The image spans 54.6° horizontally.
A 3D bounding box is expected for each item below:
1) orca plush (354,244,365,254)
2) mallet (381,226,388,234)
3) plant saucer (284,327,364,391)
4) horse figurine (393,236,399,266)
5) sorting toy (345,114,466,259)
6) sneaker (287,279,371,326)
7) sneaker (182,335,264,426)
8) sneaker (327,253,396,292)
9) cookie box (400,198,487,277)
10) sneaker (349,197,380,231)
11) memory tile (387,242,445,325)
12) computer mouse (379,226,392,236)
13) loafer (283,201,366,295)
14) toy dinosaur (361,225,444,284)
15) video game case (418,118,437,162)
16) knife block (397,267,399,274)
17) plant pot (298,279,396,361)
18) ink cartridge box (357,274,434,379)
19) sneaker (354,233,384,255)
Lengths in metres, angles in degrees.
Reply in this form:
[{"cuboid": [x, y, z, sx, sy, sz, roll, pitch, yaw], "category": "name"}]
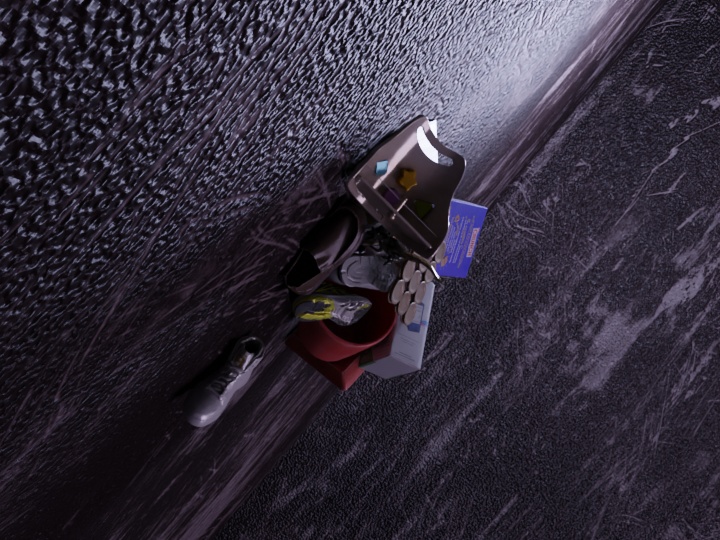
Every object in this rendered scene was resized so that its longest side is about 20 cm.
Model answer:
[{"cuboid": [-0.018, -0.054, 1.336, 0.199, 0.071, 0.106, -39, 166, -46], "category": "orca plush"}, {"cuboid": [0.060, -0.109, 1.493, 0.066, 0.041, 0.201, -50, 163, -14], "category": "mallet"}, {"cuboid": [-0.046, 0.149, 1.630, 0.200, 0.198, 0.037, -43, 152, -25], "category": "plant saucer"}, {"cuboid": [0.094, -0.098, 1.386, 0.201, 0.049, 0.135, 103, 7, -68], "category": "horse figurine"}, {"cuboid": [0.089, -0.157, 1.182, 0.181, 0.200, 0.107, -50, -160, -4], "category": "sorting toy"}, {"cuboid": [-0.057, 0.049, 1.351, 0.198, 0.086, 0.075, 11, 131, -47], "category": "sneaker"}, {"cuboid": [-0.246, 0.189, 1.275, 0.116, 0.073, 0.200, -57, 177, 30], "category": "sneaker"}, {"cuboid": [0.000, 0.000, 1.412, 0.198, 0.079, 0.078, 12, 82, -51], "category": "sneaker"}, {"cuboid": [0.177, -0.078, 1.558, 0.197, 0.075, 0.175, 6, 105, -44], "category": "cookie box"}, {"cuboid": [0.036, -0.120, 1.313, 0.200, 0.075, 0.088, -43, 168, -28], "category": "sneaker"}, {"cuboid": [0.117, 0.000, 1.433, 0.203, 0.017, 0.154, -62, 151, -16], "category": "memory tile"}, {"cuboid": [0.095, -0.129, 1.587, 0.139, 0.053, 0.200, -48, 170, -1], "category": "computer mouse"}, {"cuboid": [-0.063, -0.031, 1.222, 0.201, 0.073, 0.071, -53, 168, 15], "category": "loafer"}, {"cuboid": [0.058, -0.034, 1.222, 0.087, 0.199, 0.048, 15, 104, -47], "category": "toy dinosaur"}, {"cuboid": [0.111, -0.167, 1.293, 0.142, 0.019, 0.205, -33, 124, -55], "category": "video game case"}, {"cuboid": [0.130, -0.080, 1.625, 0.201, 0.063, 0.177, -56, 176, -42], "category": "knife block"}, {"cuboid": [-0.042, 0.100, 1.503, 0.200, 0.201, 0.178, -41, 175, -35], "category": "plant pot"}, {"cuboid": [0.079, 0.121, 1.544, 0.145, 0.086, 0.204, -29, -139, 56], "category": "ink cartridge box"}, {"cuboid": [0.016, -0.020, 1.573, 0.081, 0.076, 0.200, -53, 171, -15], "category": "sneaker"}]
